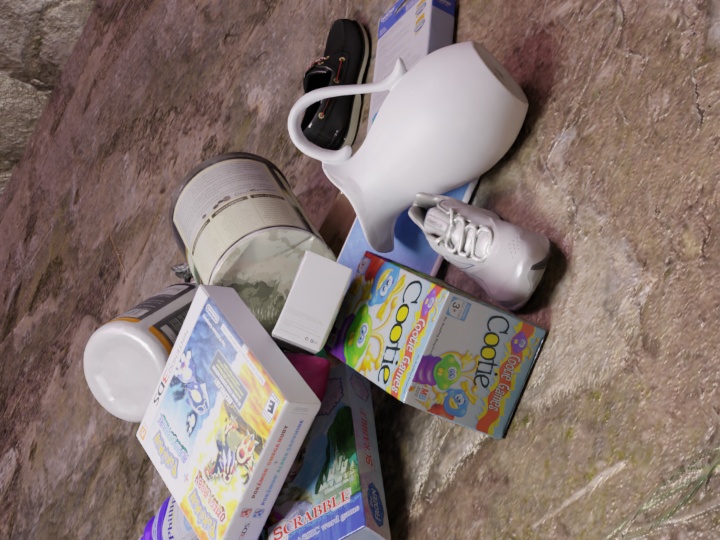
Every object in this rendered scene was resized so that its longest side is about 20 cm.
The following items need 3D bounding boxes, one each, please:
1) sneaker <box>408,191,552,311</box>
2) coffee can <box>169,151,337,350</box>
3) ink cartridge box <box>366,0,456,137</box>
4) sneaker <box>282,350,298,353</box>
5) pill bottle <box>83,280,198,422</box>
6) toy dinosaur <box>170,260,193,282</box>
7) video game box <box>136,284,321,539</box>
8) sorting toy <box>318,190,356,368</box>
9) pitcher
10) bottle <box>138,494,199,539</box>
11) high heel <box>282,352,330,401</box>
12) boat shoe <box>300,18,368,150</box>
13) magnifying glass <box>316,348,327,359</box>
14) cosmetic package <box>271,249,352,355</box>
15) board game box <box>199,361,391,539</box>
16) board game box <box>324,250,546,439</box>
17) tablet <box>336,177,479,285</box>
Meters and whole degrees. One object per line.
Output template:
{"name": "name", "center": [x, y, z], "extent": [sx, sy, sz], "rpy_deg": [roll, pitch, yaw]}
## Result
{"name": "sneaker", "center": [0.102, -0.021, 1.394], "extent": [0.075, 0.087, 0.200], "rpy_deg": [-64, 25, 3]}
{"name": "coffee can", "center": [-0.118, -0.023, 1.694], "extent": [0.147, 0.146, 0.200], "rpy_deg": [-60, 29, 16]}
{"name": "ink cartridge box", "center": [0.056, -0.225, 1.724], "extent": [0.119, 0.042, 0.201], "rpy_deg": [-38, 40, 49]}
{"name": "sneaker", "center": [-0.091, 0.176, 1.654], "extent": [0.085, 0.078, 0.201], "rpy_deg": [41, 125, 47]}
{"name": "pill bottle", "center": [-0.208, 0.081, 1.733], "extent": [0.117, 0.116, 0.200], "rpy_deg": [-52, -10, 32]}
{"name": "toy dinosaur", "center": [-0.163, 0.046, 1.935], "extent": [0.199, 0.102, 0.136], "rpy_deg": [-33, 54, 25]}
{"name": "video game box", "center": [-0.130, 0.142, 1.468], "extent": [0.200, 0.047, 0.183], "rpy_deg": [47, 122, 46]}
{"name": "sorting toy", "center": [0.000, 0.000, 1.666], "extent": [0.186, 0.036, 0.200], "rpy_deg": [-62, 29, 15]}
{"name": "pitcher", "center": [0.044, -0.142, 1.490], "extent": [0.200, 0.172, 0.121], "rpy_deg": [-41, 9, 17]}
{"name": "bottle", "center": [-0.200, 0.294, 1.793], "extent": [0.200, 0.065, 0.084], "rpy_deg": [-40, 37, 47]}
{"name": "high heel", "center": [-0.094, 0.085, 1.530], "extent": [0.096, 0.067, 0.200], "rpy_deg": [-55, 32, 7]}
{"name": "boat shoe", "center": [-0.034, -0.235, 1.901], "extent": [0.074, 0.063, 0.202], "rpy_deg": [-42, 33, 49]}
{"name": "magnifying glass", "center": [-0.027, 0.146, 1.579], "extent": [0.201, 0.022, 0.080], "rpy_deg": [-111, 12, -50]}
{"name": "cosmetic package", "center": [-0.047, 0.035, 1.477], "extent": [0.200, 0.050, 0.083], "rpy_deg": [128, 163, -85]}
{"name": "board game box", "center": [-0.070, 0.214, 1.487], "extent": [0.199, 0.041, 0.200], "rpy_deg": [-33, 40, 22]}
{"name": "board game box", "center": [0.061, 0.062, 1.388], "extent": [0.105, 0.103, 0.200], "rpy_deg": [-67, 23, 1]}
{"name": "tablet", "center": [0.042, -0.039, 1.563], "extent": [0.130, 0.014, 0.201], "rpy_deg": [20, 85, 43]}
